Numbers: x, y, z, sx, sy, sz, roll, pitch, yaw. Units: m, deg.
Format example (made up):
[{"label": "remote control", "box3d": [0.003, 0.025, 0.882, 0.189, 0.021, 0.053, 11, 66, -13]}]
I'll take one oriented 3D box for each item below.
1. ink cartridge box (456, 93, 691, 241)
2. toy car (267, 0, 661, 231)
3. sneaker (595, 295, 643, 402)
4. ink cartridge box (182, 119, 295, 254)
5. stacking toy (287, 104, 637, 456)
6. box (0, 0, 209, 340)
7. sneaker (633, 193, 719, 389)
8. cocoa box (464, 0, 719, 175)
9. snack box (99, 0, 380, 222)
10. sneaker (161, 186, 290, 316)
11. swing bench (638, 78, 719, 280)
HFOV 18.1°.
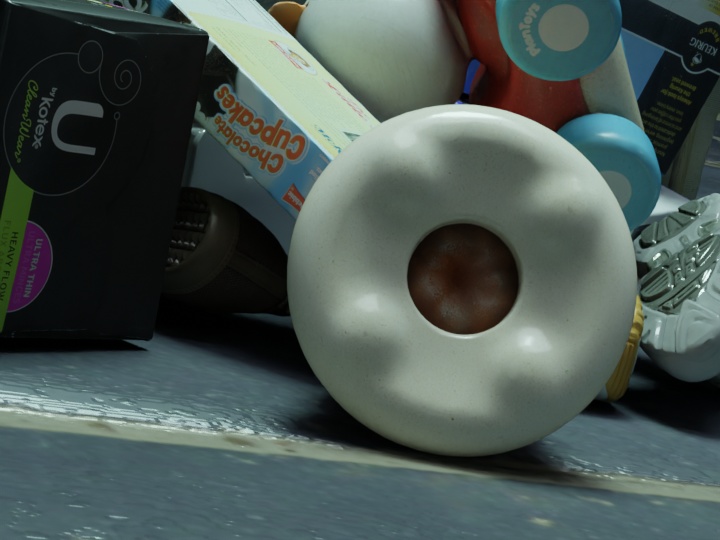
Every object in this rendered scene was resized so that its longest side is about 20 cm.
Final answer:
[{"label": "ink cartridge box", "box3d": [0.095, -0.068, 1.353, 0.198, 0.043, 0.200, 31, 13, 14]}, {"label": "toy car", "box3d": [0.041, -0.106, 1.192, 0.199, 0.177, 0.185, -14, 29, 7]}, {"label": "sneaker", "box3d": [0.077, 0.008, 1.156, 0.087, 0.076, 0.200, 9, 8, -13]}, {"label": "ink cartridge box", "box3d": [-0.135, -0.060, 1.294, 0.199, 0.084, 0.145, 16, 11, 33]}, {"label": "stacking toy", "box3d": [0.037, 0.015, 1.010, 0.146, 0.147, 0.200, 11, -9, -2]}, {"label": "box", "box3d": [-0.189, -0.062, 1.027, 0.200, 0.149, 0.124, 19, 10, 39]}, {"label": "sneaker", "box3d": [0.190, 0.026, 1.162, 0.100, 0.078, 0.200, 55, 16, -8]}, {"label": "cocoa box", "box3d": [0.116, -0.162, 1.375, 0.200, 0.132, 0.133, 18, 14, -40]}, {"label": "snack box", "box3d": [-0.047, -0.085, 1.091, 0.200, 0.037, 0.116, 45, 17, 21]}, {"label": "sneaker", "box3d": [-0.102, -0.009, 1.143, 0.075, 0.071, 0.200, 35, -7, -32]}, {"label": "swing bench", "box3d": [0.195, -0.093, 1.538, 0.129, 0.200, 0.200, 5, 11, -39]}]
